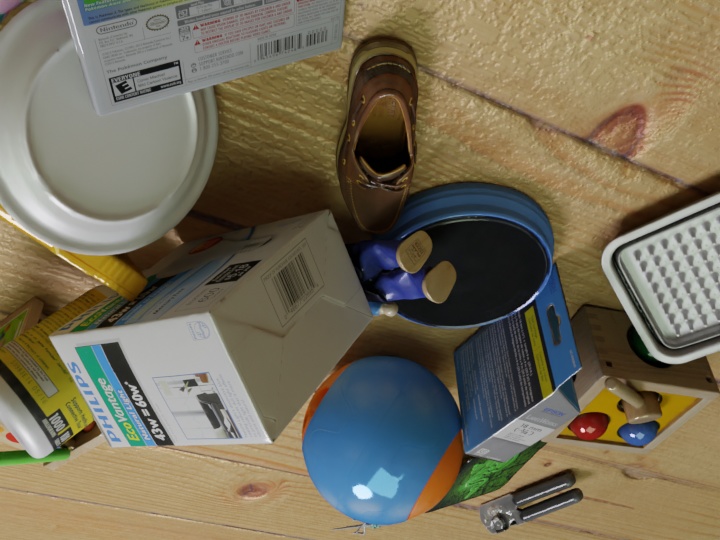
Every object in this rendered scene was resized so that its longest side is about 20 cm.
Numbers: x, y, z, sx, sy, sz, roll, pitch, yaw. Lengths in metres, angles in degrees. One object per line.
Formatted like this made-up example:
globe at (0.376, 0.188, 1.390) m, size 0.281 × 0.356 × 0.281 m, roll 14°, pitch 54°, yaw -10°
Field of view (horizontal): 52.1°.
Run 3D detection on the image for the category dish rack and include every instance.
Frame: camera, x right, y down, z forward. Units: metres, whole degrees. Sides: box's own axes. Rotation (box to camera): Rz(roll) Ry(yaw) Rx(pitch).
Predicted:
dish rack at (0.369, -0.003, 0.762) m, size 0.199 × 0.044 × 0.172 m, roll -26°, pitch 109°, yaw 26°

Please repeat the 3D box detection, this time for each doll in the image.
doll at (0.000, 0.000, 0.740) m, size 0.137 × 0.049 × 0.199 m, roll 49°, pitch 149°, yaw -21°

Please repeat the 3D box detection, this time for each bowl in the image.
bowl at (0.108, -0.007, 0.786) m, size 0.199 × 0.040 × 0.201 m, roll -1°, pitch 139°, yaw -1°

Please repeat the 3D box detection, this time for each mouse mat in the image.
mouse mat at (0.196, 0.318, 1.145) m, size 0.160 × 0.008 × 0.201 m, roll -8°, pitch 143°, yaw -27°

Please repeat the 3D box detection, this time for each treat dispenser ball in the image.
treat dispenser ball at (0.027, 0.206, 0.905) m, size 0.199 × 0.202 × 0.202 m, roll -1°, pitch 139°, yaw -1°

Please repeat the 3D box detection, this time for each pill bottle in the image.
pill bottle at (-0.278, 0.087, 0.759) m, size 0.112 × 0.200 × 0.113 m, roll 34°, pitch 147°, yaw 27°

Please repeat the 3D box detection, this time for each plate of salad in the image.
plate of salad at (-0.198, -0.112, 0.571) m, size 0.048 × 0.201 × 0.200 m, roll 17°, pitch 156°, yaw 42°

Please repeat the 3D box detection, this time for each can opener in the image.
can opener at (0.292, 0.397, 1.262) m, size 0.200 × 0.054 × 0.067 m, roll -34°, pitch 162°, yaw 31°

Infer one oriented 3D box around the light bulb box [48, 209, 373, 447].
light bulb box at (-0.128, 0.053, 0.675) m, size 0.199 × 0.198 × 0.125 m, roll -10°, pitch 112°, yaw 32°

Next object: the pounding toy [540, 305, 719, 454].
pounding toy at (0.311, 0.140, 0.882) m, size 0.183 × 0.143 × 0.200 m, roll 9°, pitch 138°, yaw -13°

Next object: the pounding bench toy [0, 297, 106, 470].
pounding bench toy at (-0.369, 0.170, 0.852) m, size 0.124 × 0.201 × 0.156 m, roll -29°, pitch 132°, yaw 28°

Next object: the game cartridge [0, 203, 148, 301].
game cartridge at (-0.286, -0.063, 0.623) m, size 0.032 × 0.176 × 0.200 m, roll -49°, pitch 129°, yaw -6°

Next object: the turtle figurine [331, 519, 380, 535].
turtle figurine at (0.037, 0.334, 1.132) m, size 0.199 × 0.101 × 0.150 m, roll -19°, pitch 157°, yaw -5°

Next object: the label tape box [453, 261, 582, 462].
label tape box at (0.193, 0.110, 0.843) m, size 0.063 × 0.145 × 0.200 m, roll 20°, pitch 135°, yaw -23°

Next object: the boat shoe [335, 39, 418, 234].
boat shoe at (0.014, -0.100, 0.654) m, size 0.071 × 0.068 × 0.201 m, roll 1°, pitch 139°, yaw -3°

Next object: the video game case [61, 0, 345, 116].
video game case at (-0.098, -0.200, 0.489) m, size 0.199 × 0.022 × 0.183 m, roll -21°, pitch 152°, yaw -19°

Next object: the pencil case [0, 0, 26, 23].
pencil case at (-0.213, -0.230, 0.483) m, size 0.199 × 0.088 × 0.087 m, roll -23°, pitch 135°, yaw 21°
